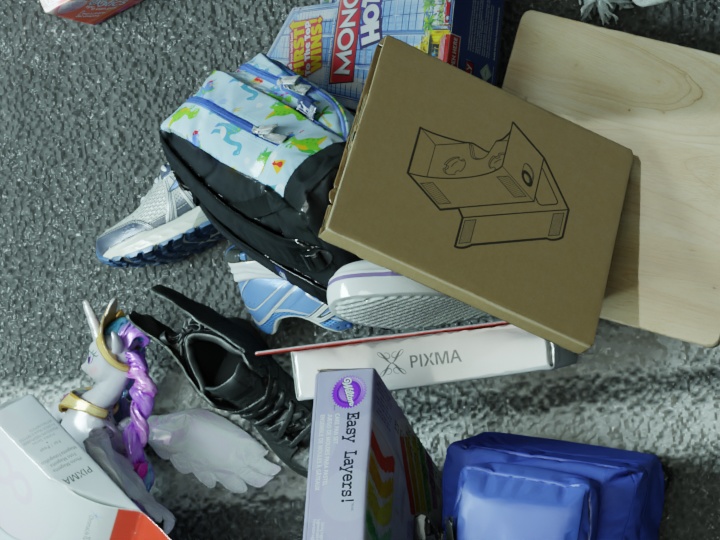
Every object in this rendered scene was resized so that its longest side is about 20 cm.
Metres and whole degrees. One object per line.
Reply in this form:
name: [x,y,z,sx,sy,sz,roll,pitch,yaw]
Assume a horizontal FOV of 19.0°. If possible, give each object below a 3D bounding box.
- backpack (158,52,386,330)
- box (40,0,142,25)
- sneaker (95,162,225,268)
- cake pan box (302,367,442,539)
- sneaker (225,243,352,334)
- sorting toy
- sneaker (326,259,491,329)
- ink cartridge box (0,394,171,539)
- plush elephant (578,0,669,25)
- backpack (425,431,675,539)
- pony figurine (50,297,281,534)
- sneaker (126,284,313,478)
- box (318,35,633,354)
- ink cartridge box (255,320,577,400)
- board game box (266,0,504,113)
backpack: [-0.053,-0.067,1.540,0.199,0.163,0.154,16,66,37]
box: [-0.222,-0.307,1.688,0.102,0.095,0.201,-25,83,16]
sneaker: [-0.123,-0.070,1.674,0.199,0.077,0.086,-28,77,6]
cake pan box: [0.011,0.195,1.536,0.052,0.200,0.185,-4,58,17]
sneaker: [0.000,0.000,1.640,0.199,0.076,0.078,-6,110,18]
sorting toy: [0.192,-0.064,1.559,0.199,0.070,0.200,16,89,16]
sneaker: [0.060,-0.025,1.481,0.199,0.073,0.115,-5,72,-26]
ink cartridge box: [-0.211,0.211,1.591,0.200,0.057,0.163,46,140,25]
plush elephant: [0.221,-0.262,1.520,0.154,0.165,0.201,8,121,30]
backpack: [0.120,0.228,1.545,0.161,0.168,0.202,8,95,24]
pony figurine: [-0.187,0.146,1.662,0.193,0.166,0.201,44,117,20]
sneaker: [-0.085,0.091,1.639,0.060,0.104,0.200,-46,78,12]
box: [0.082,-0.053,1.450,0.199,0.021,0.164,24,60,-13]
ink cartridge box: [0.044,0.064,1.562,0.199,0.173,0.044,-8,89,17]
board game box: [0.013,-0.190,1.600,0.199,0.061,0.202,-1,80,42]
